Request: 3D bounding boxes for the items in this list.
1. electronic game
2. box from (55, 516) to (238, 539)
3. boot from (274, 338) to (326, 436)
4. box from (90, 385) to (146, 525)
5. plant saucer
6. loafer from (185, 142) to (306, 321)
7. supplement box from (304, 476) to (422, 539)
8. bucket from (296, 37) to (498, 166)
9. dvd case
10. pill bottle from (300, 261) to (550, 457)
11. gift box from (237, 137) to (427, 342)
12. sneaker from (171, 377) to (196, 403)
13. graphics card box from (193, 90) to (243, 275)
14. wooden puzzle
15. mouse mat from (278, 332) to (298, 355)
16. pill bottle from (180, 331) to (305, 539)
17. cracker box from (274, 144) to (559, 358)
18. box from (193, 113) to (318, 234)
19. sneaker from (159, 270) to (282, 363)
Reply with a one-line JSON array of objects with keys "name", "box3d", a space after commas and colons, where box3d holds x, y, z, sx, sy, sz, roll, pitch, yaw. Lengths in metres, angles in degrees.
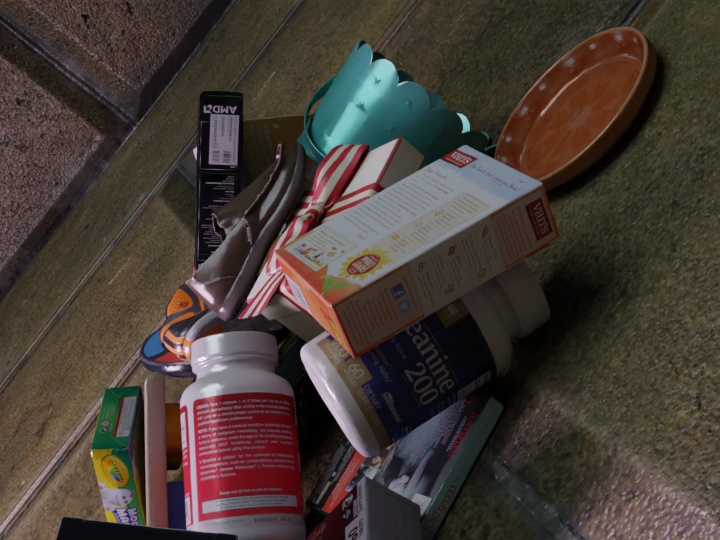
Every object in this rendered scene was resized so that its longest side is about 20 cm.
[{"name": "electronic game", "box3d": [-0.165, 0.072, 1.423, 0.199, 0.042, 0.200, -14, 18, 5]}, {"name": "box", "box3d": [-0.185, 0.318, 0.998, 0.107, 0.147, 0.201, -89, 7, -57]}, {"name": "boot", "box3d": [-0.100, 0.151, 1.300, 0.163, 0.073, 0.198, -58, 22, -20]}, {"name": "box", "box3d": [-0.264, 0.248, 1.385, 0.048, 0.201, 0.118, -3, 32, -1]}, {"name": "plant saucer", "box3d": [0.216, -0.156, 1.205, 0.200, 0.032, 0.201, -43, 24, 24]}, {"name": "loafer", "box3d": [-0.116, -0.051, 1.229, 0.201, 0.071, 0.073, -65, 4, -17]}, {"name": "supplement box", "box3d": [-0.031, 0.273, 0.965, 0.200, 0.061, 0.109, -50, 21, 25]}, {"name": "bucket", "box3d": [0.037, -0.144, 1.326, 0.135, 0.207, 0.207, -53, 22, 9]}, {"name": "dvd case", "box3d": [0.034, 0.169, 1.078, 0.146, 0.022, 0.200, -59, 22, -16]}, {"name": "pill bottle", "box3d": [0.058, 0.061, 1.026, 0.199, 0.111, 0.111, -32, 20, -9]}, {"name": "gift box", "box3d": [0.000, 0.000, 1.182, 0.200, 0.187, 0.185, -21, 36, 50]}, {"name": "sneaker", "box3d": [-0.176, 0.147, 1.454, 0.200, 0.077, 0.082, -35, 12, 21]}, {"name": "graphics card box", "box3d": [-0.155, -0.094, 1.318, 0.125, 0.050, 0.201, -115, 26, -80]}, {"name": "wooden puzzle", "box3d": [-0.207, 0.219, 1.288, 0.200, 0.046, 0.186, 116, 151, -69]}, {"name": "mouse mat", "box3d": [-0.024, 0.012, 1.382, 0.200, 0.008, 0.161, -49, 3, 10]}, {"name": "pill bottle", "box3d": [-0.114, 0.166, 1.147, 0.112, 0.112, 0.201, -25, 64, 47]}, {"name": "cracker box", "box3d": [0.045, -0.021, 0.994, 0.199, 0.058, 0.134, -30, 28, -11]}, {"name": "box", "box3d": [-0.084, -0.116, 1.470, 0.199, 0.125, 0.097, -13, -8, -42]}, {"name": "sneaker", "box3d": [-0.141, 0.031, 1.354, 0.199, 0.078, 0.112, -27, 30, -31]}]
